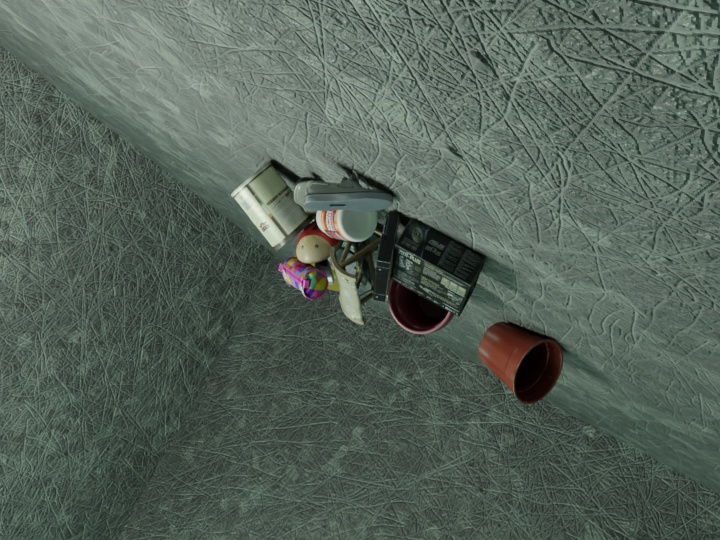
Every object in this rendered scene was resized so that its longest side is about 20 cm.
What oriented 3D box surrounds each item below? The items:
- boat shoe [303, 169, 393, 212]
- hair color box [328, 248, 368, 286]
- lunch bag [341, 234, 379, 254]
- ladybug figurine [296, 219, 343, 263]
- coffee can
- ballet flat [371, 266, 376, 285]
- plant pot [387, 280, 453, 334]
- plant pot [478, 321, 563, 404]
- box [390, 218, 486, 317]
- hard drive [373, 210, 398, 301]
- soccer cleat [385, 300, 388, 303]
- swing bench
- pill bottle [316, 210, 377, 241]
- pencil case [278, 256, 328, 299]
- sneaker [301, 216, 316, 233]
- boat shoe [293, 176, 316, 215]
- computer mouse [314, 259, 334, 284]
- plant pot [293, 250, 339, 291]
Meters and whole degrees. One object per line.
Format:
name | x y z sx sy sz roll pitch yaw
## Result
boat shoe | -0.025 -0.181 1.381 0.196 0.089 0.075 0 163 6
hair color box | -0.064 -0.030 1.954 0.197 0.062 0.099 27 172 28
lunch bag | -0.023 -0.091 1.927 0.158 0.078 0.200 32 173 -3
ladybug figurine | -0.114 -0.090 1.740 0.132 0.201 0.074 -6 117 15
coffee can | -0.246 -0.179 1.757 0.202 0.146 0.146 52 168 -10
ballet flat | 0.066 0.009 1.987 0.068 0.069 0.200 61 -163 -11
plant pot | 0.196 0.076 1.786 0.197 0.204 0.178 27 -172 24
plant pot | 0.471 0.261 1.891 0.199 0.203 0.194 35 179 -37
box | 0.178 -0.005 1.478 0.197 0.087 0.165 29 154 14
hard drive | 0.063 -0.031 1.528 0.037 0.143 0.202 9 150 4
soccer cleat | 0.135 0.049 1.990 0.083 0.066 0.199 32 -145 18
swing bench | 0.000 0.000 1.720 0.128 0.201 0.202 25 147 26
pill bottle | -0.041 -0.133 1.594 0.108 0.111 0.199 33 172 -22
pencil case | -0.156 0.018 1.707 0.088 0.090 0.199 33 175 -27
sneaker | -0.128 -0.136 1.854 0.090 0.076 0.203 15 138 33
boat shoe | -0.136 -0.209 1.673 0.072 0.062 0.200 -16 163 8
computer mouse | -0.114 -0.017 1.786 0.200 0.043 0.112 -122 18 -66
plant pot | -0.082 -0.039 2.122 0.196 0.200 0.194 19 168 29
